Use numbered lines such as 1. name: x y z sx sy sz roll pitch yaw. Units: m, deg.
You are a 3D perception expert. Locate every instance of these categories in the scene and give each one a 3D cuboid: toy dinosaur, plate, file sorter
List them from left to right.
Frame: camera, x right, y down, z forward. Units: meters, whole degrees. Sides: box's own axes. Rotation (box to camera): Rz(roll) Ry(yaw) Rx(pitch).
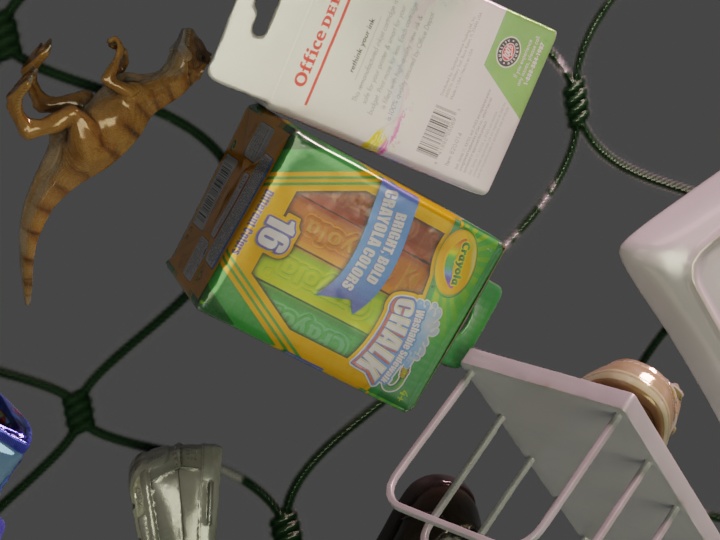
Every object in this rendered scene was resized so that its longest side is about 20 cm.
1. toy dinosaur: -0.173 -0.078 1.042 0.106 0.060 0.200 43 89 -22
2. file sorter: 0.128 0.171 1.088 0.125 0.139 0.200 -51 128 -22
3. plate: 0.310 0.007 1.214 0.200 0.032 0.200 -36 109 -6

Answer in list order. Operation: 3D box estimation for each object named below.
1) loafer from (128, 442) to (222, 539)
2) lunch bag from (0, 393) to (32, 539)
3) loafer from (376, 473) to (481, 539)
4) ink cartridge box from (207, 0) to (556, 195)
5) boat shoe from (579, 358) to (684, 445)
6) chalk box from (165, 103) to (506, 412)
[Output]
1. loafer: -0.103 0.210 1.123 0.070 0.070 0.200 -11 105 -5
2. lunch bag: -0.293 0.101 0.992 0.200 0.094 0.151 34 110 -7
3. loafer: 0.023 0.236 1.164 0.073 0.071 0.200 21 96 -19
4. ink cartridge box: 0.006 -0.138 1.075 0.200 0.067 0.117 21 96 -20
5. boat shoe: 0.176 0.091 1.121 0.072 0.200 0.065 34 74 14
6. chalk box: 0.000 0.000 1.075 0.200 0.124 0.125 26 95 -20
